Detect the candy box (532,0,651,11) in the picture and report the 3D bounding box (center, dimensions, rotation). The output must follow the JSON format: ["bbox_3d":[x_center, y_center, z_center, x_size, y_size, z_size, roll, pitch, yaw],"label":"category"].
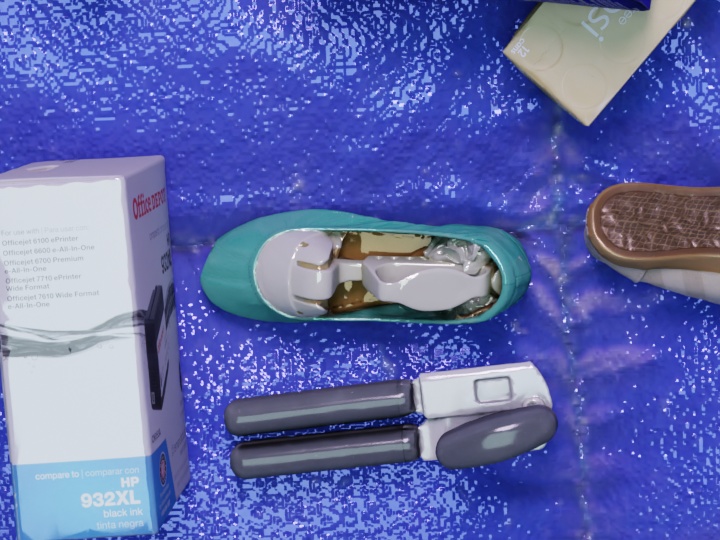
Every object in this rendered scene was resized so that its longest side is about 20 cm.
[{"bbox_3d":[0.068,-0.237,1.209,0.198,0.077,0.171,8,90,19],"label":"candy box"}]

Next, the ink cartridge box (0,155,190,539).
[{"bbox_3d":[-0.153,0.040,1.264,0.083,0.145,0.202,-4,97,5],"label":"ink cartridge box"}]

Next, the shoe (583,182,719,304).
[{"bbox_3d":[0.226,-0.014,1.278,0.198,0.053,0.070,8,66,0],"label":"shoe"}]

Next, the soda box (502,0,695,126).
[{"bbox_3d":[0.168,-0.179,1.250,0.068,0.064,0.200,40,98,-1],"label":"soda box"}]

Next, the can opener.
[{"bbox_3d":[0.017,0.092,1.296,0.198,0.067,0.054,-7,96,5],"label":"can opener"}]

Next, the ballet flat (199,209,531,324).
[{"bbox_3d":[0.000,0.000,1.284,0.198,0.070,0.068,0,98,5],"label":"ballet flat"}]
